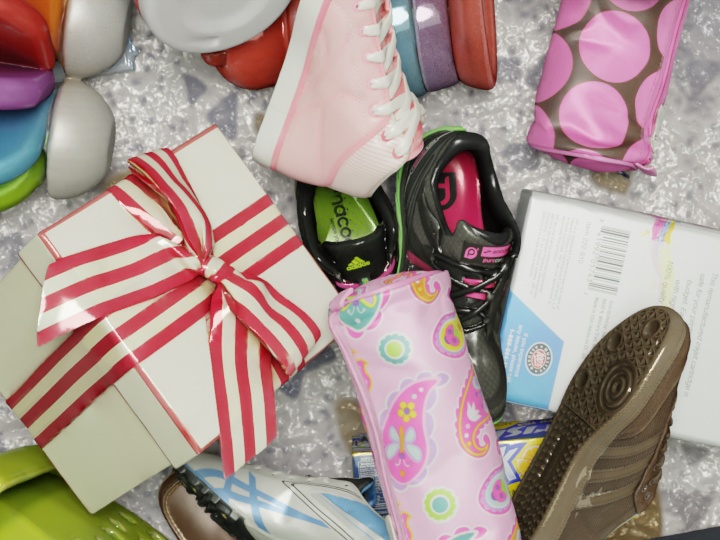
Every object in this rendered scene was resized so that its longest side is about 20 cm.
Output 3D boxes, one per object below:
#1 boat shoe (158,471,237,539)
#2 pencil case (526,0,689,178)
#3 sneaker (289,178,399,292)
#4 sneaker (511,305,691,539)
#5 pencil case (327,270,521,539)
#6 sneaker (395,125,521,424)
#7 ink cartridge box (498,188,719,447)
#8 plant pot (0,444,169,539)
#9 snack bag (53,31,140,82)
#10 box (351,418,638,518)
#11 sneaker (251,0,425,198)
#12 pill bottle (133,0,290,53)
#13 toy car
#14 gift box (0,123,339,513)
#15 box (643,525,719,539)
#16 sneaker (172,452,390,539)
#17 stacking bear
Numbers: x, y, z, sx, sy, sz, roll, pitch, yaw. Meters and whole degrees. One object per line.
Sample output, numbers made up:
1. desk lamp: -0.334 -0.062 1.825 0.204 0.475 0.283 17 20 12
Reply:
1. boat shoe: -0.066 0.217 1.042 0.072 0.068 0.200 -44 92 3
2. pencil case: 0.184 -0.168 1.010 0.093 0.091 0.202 16 95 30
3. sneaker: 0.000 0.000 1.018 0.073 0.087 0.201 -20 94 1
4. sneaker: 0.170 0.116 0.968 0.075 0.071 0.201 24 107 -24
5. pencil case: 0.040 0.101 0.898 0.087 0.087 0.202 -15 90 1
6. sneaker: 0.063 0.003 0.950 0.076 0.084 0.202 -6 84 -21
7. ink cartridge box: 0.197 0.034 1.022 0.198 0.085 0.146 12 95 1
8. plant pot: -0.236 0.235 0.985 0.200 0.199 0.182 -43 86 3
9. snack bag: -0.270 -0.220 1.039 0.198 0.021 0.190 -11 94 -2
10. box: 0.094 0.146 1.036 0.198 0.070 0.065 -4 96 0
11. sneaker: 0.006 -0.131 0.915 0.104 0.075 0.201 26 127 4
12. pill bottle: -0.126 -0.248 0.957 0.112 0.112 0.201 -32 60 2
13. toy car: -0.248 -0.137 0.960 0.173 0.150 0.202 9 95 -5
14. gift box: -0.133 0.043 0.935 0.185 0.186 0.200 49 48 -5
15. box: 0.266 0.288 1.019 0.198 0.123 0.200 -10 95 -1
16. sneaker: -0.035 0.164 0.985 0.199 0.072 0.073 20 64 19
17. stacking bear: -0.010 -0.171 1.000 0.198 0.122 0.115 -4 120 10
